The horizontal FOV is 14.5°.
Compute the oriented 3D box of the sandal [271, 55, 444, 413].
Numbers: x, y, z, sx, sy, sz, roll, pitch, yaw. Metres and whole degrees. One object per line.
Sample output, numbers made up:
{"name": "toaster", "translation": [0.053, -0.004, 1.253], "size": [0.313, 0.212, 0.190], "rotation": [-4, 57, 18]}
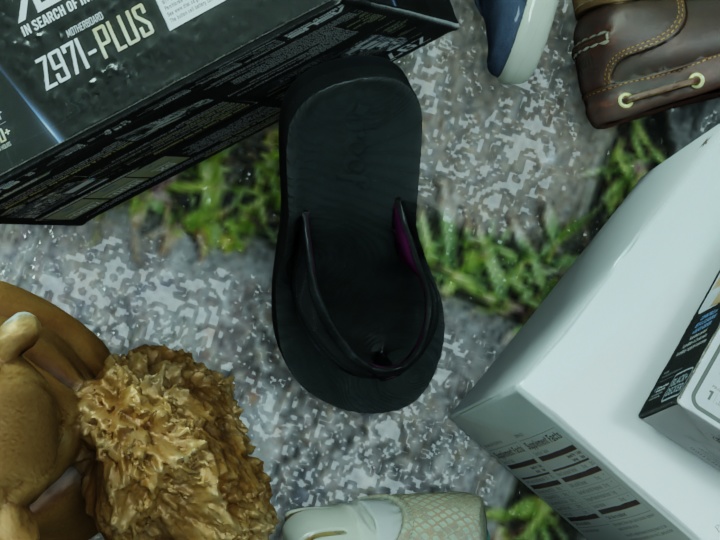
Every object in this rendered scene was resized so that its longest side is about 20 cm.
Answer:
{"name": "sandal", "translation": [-0.001, 0.000, 1.193], "size": [0.075, 0.201, 0.048], "rotation": [-16, 46, -7]}

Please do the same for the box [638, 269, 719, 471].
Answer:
{"name": "box", "translation": [0.212, 0.002, 1.129], "size": [0.116, 0.060, 0.201], "rotation": [31, 78, -4]}

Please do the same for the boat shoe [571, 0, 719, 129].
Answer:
{"name": "boat shoe", "translation": [0.195, -0.101, 1.288], "size": [0.199, 0.070, 0.071], "rotation": [-6, 77, -1]}

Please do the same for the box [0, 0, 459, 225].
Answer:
{"name": "box", "translation": [-0.081, -0.099, 1.161], "size": [0.199, 0.164, 0.087], "rotation": [-27, 82, 17]}

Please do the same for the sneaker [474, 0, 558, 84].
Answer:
{"name": "sneaker", "translation": [0.047, -0.181, 1.275], "size": [0.084, 0.075, 0.201], "rotation": [4, 73, -10]}

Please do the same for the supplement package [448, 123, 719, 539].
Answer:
{"name": "supplement package", "translation": [0.171, 0.065, 1.220], "size": [0.200, 0.151, 0.152], "rotation": [41, 78, -2]}

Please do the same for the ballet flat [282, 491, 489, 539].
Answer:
{"name": "ballet flat", "translation": [-0.033, 0.140, 1.219], "size": [0.199, 0.067, 0.063], "rotation": [-31, 124, -10]}

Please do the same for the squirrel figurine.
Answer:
{"name": "squirrel figurine", "translation": [-0.129, 0.066, 1.159], "size": [0.199, 0.187, 0.143], "rotation": [6, 82, -8]}
